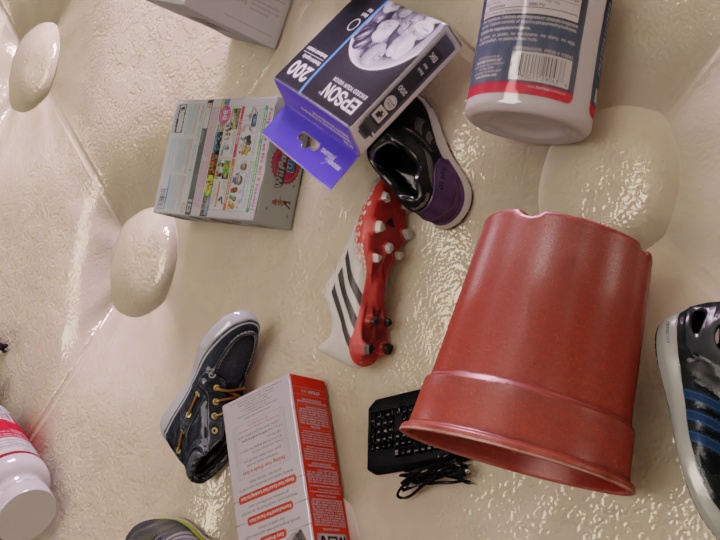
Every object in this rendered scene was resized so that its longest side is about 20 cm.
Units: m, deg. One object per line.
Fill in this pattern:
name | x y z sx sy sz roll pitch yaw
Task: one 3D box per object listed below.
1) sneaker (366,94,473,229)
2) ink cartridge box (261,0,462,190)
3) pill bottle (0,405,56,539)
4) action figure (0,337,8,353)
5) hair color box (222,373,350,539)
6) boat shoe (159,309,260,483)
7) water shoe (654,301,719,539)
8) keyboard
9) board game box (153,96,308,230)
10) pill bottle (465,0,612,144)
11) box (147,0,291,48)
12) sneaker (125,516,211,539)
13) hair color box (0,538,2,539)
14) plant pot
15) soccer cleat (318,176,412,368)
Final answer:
sneaker | 0.040 -0.135 1.155 0.076 0.087 0.201 -48 51 22
ink cartridge box | -0.014 -0.199 1.186 0.200 0.043 0.198 -48 36 -2
pill bottle | -0.495 0.277 1.532 0.200 0.112 0.113 38 105 42
action figure | -0.590 0.179 1.649 0.119 0.101 0.203 109 174 -81
hair color box | -0.079 0.226 1.189 0.110 0.064 0.202 -27 60 34
boat shoe | -0.157 0.147 1.284 0.091 0.070 0.201 50 120 38
water shoe | 0.287 0.117 0.867 0.078 0.071 0.202 -27 62 33
keyboard | 0.076 0.158 1.077 0.199 0.039 0.106 -19 66 40
board game box | -0.157 -0.131 1.359 0.199 0.064 0.150 7 85 45
pill bottle | 0.170 -0.229 1.037 0.119 0.119 0.203 5 82 43
box | -0.155 -0.398 1.366 0.106 0.151 0.202 22 93 45
sneaker | -0.212 0.326 1.274 0.198 0.080 0.075 4 81 44
hair color box | -0.540 0.357 1.561 0.200 0.101 0.062 42 107 40
plant pot | 0.153 0.066 0.938 0.199 0.200 0.198 5 73 43
soccer cleat | 0.000 0.000 1.174 0.084 0.068 0.203 5 86 39
